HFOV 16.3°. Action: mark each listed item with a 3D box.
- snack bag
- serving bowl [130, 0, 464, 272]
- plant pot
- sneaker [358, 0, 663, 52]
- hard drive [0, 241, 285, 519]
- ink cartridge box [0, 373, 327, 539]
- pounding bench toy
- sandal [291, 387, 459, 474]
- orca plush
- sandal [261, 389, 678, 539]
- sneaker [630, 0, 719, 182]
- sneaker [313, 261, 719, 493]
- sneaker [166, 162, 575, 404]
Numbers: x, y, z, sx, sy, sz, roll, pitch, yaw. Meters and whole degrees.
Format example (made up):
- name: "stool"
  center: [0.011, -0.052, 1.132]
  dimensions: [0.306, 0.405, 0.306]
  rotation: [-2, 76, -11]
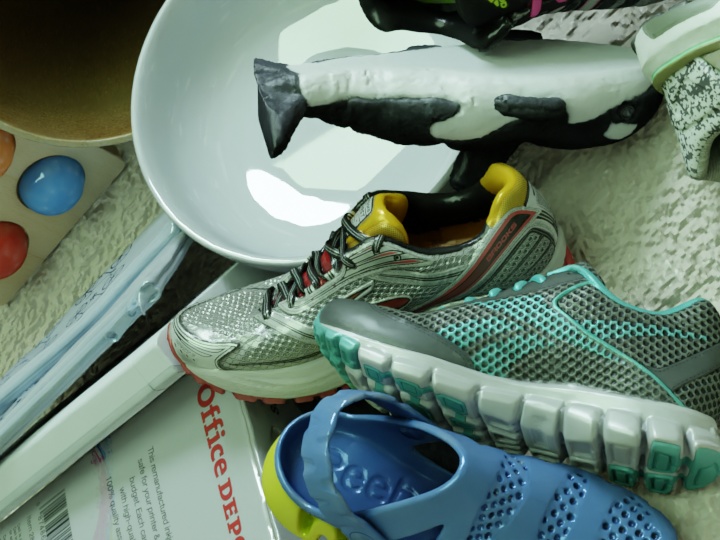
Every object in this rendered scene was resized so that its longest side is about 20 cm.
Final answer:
- name: "snack bag"
  center: [-0.153, 0.034, 1.359]
  dimensions: [0.188, 0.021, 0.200]
  rotation: [-43, 8, 20]
- name: "serving bowl"
  center: [-0.017, -0.087, 1.313]
  dimensions: [0.199, 0.066, 0.202]
  rotation: [-7, 69, 18]
- name: "plant pot"
  center: [-0.156, -0.196, 1.441]
  dimensions: [0.186, 0.186, 0.200]
  rotation: [-46, 20, 19]
- name: "sneaker"
  center: [0.082, -0.145, 1.196]
  dimensions: [0.199, 0.074, 0.088]
  rotation: [-2, 29, 29]
- name: "hard drive"
  center: [-0.133, 0.067, 1.332]
  dimensions: [0.200, 0.132, 0.027]
  rotation: [-37, 94, 34]
- name: "ink cartridge box"
  center: [-0.094, 0.156, 1.285]
  dimensions: [0.200, 0.084, 0.146]
  rotation: [-38, 48, 26]
- name: "pounding bench toy"
  center: [-0.264, -0.091, 1.476]
  dimensions: [0.124, 0.199, 0.156]
  rotation: [-47, 46, 18]
- name: "sandal"
  center: [0.010, 0.088, 1.238]
  dimensions: [0.048, 0.075, 0.201]
  rotation: [100, 151, -41]
- name: "orca plush"
  center: [0.048, -0.064, 1.204]
  dimensions: [0.105, 0.199, 0.072]
  rotation: [-138, 44, -57]
- name: "sandal"
  center: [0.046, 0.106, 1.124]
  dimensions: [0.199, 0.087, 0.080]
  rotation: [14, 66, 11]
- name: "sneaker"
  center: [0.214, -0.092, 1.120]
  dimensions: [0.199, 0.077, 0.089]
  rotation: [-21, 71, 42]
- name: "sneaker"
  center: [0.078, 0.036, 1.154]
  dimensions: [0.199, 0.078, 0.092]
  rotation: [15, 68, 13]
- name: "sneaker"
  center: [0.000, 0.000, 1.212]
  dimensions: [0.199, 0.083, 0.078]
  rotation: [-18, 34, 5]
